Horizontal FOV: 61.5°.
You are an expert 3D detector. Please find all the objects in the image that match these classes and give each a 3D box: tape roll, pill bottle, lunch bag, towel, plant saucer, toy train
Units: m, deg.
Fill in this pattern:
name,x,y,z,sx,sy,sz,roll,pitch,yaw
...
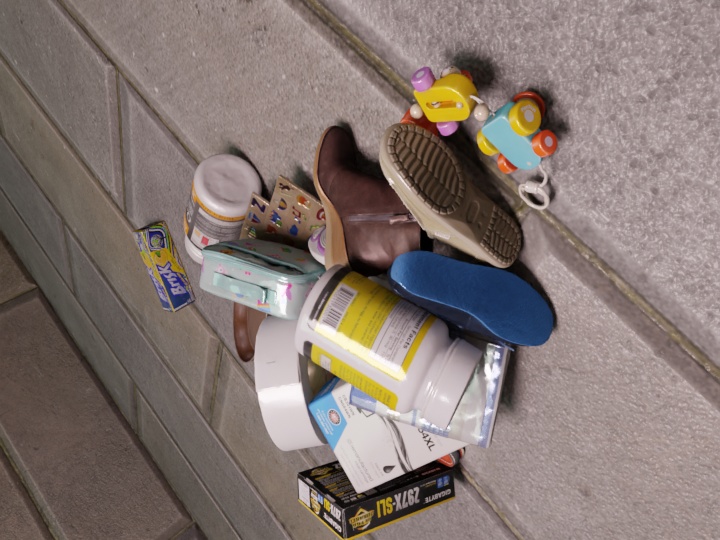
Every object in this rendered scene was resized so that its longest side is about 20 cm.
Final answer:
name,x,y,z,sx,sy,sz,roll,pitch,yaw
tape roll,-0.095,0.166,0.927,0.068,0.204,0.209,-10,112,10
pill bottle,-0.246,-0.097,1.053,0.118,0.115,0.201,52,144,10
lunch bag,-0.132,0.008,0.898,0.194,0.159,0.080,14,101,24
towel,0.082,0.125,0.750,0.193,0.024,0.153,12,104,20
pill bottle,0.032,0.088,0.689,0.196,0.115,0.117,28,136,15
plant saucer,-0.188,0.063,1.096,0.199,0.033,0.208,-19,68,61
toy train,0.117,-0.146,0.626,0.196,0.056,0.151,27,159,25

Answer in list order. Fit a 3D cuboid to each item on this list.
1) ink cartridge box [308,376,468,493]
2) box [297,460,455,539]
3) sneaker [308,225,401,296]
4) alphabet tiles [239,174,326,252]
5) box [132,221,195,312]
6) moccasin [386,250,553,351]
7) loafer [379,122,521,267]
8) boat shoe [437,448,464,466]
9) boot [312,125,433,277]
name,x,y,z,sx,sy,sz,roll,pitch,yaw
ink cartridge box,0.049,0.190,0.834,0.197,0.084,0.149,-32,90,24
box,0.022,0.326,0.918,0.158,0.194,0.051,-1,95,59
sneaker,0.000,0.000,0.842,0.197,0.075,0.102,27,146,39
alphabet tiles,-0.108,-0.056,0.952,0.164,0.008,0.202,34,140,2
box,-0.463,-0.008,1.430,0.069,0.064,0.206,3,117,50
moccasin,0.121,0.025,0.673,0.195,0.083,0.068,27,167,-10
loafer,0.087,-0.070,0.649,0.199,0.077,0.068,43,154,-17
boat shoe,0.063,0.242,0.920,0.196,0.063,0.072,31,140,13
boot,0.019,-0.095,0.746,0.163,0.071,0.208,-10,80,42
